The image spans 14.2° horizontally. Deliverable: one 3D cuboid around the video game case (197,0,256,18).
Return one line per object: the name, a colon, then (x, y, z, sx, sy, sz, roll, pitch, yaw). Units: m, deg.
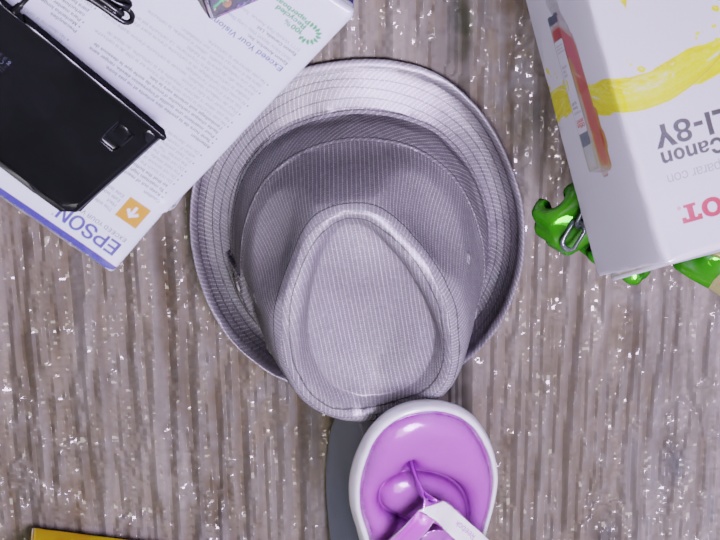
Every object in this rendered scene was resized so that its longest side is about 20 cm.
video game case: (-0.010, -0.235, 1.344, 0.199, 0.036, 0.182, -24, 122, -7)

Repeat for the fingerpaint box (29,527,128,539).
fingerpaint box: (-0.124, 0.255, 1.664, 0.166, 0.073, 0.201, 8, 122, -9)

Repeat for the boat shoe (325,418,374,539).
boat shoe: (0.023, 0.154, 1.615, 0.066, 0.070, 0.201, -12, 121, -15)

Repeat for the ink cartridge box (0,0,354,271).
ink cartridge box: (-0.139, -0.125, 1.436, 0.199, 0.041, 0.200, 36, 115, -21)

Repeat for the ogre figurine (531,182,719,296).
ogre figurine: (0.183, -0.048, 1.466, 0.199, 0.098, 0.120, 19, 110, -24)

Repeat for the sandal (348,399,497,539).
sandal: (0.038, 0.153, 1.546, 0.082, 0.050, 0.203, -12, 131, -14)

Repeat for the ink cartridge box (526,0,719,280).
ink cartridge box: (0.165, -0.111, 1.358, 0.145, 0.083, 0.201, -15, 91, -17)

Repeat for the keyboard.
keyboard: (-0.175, -0.121, 1.403, 0.200, 0.021, 0.127, 39, 120, -23)

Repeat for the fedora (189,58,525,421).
fedora: (0.000, 0.000, 1.494, 0.176, 0.090, 0.201, -3, 123, -1)
